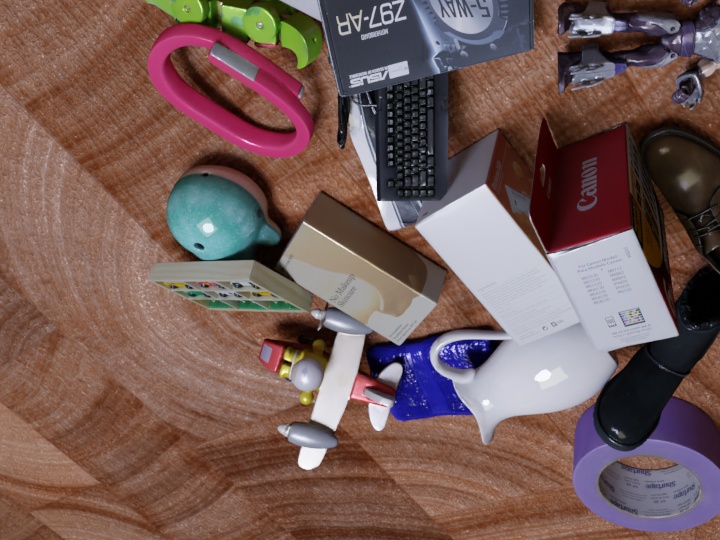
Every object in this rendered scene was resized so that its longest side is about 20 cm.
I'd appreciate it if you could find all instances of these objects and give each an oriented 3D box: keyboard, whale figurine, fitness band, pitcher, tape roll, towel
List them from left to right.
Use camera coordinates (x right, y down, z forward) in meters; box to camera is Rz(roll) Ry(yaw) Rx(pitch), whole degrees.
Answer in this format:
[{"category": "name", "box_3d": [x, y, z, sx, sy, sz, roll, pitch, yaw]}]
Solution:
[{"category": "whale figurine", "box_3d": [-0.183, -0.040, 0.942, 0.158, 0.104, 0.201, 7, 137, 13]}, {"category": "fitness band", "box_3d": [-0.143, -0.198, 0.805, 0.199, 0.038, 0.143, 31, 154, -24]}, {"category": "keyboard", "box_3d": [0.028, -0.173, 0.743, 0.126, 0.021, 0.201, -1, 96, 5]}, {"category": "towel", "box_3d": [0.117, 0.160, 1.034, 0.199, 0.050, 0.148, -14, 122, 28]}, {"category": "pitcher", "box_3d": [0.204, 0.113, 0.900, 0.199, 0.122, 0.172, -32, 117, 20]}, {"category": "tape roll", "box_3d": [0.401, 0.271, 1.000, 0.199, 0.085, 0.201, 10, 129, 12]}]

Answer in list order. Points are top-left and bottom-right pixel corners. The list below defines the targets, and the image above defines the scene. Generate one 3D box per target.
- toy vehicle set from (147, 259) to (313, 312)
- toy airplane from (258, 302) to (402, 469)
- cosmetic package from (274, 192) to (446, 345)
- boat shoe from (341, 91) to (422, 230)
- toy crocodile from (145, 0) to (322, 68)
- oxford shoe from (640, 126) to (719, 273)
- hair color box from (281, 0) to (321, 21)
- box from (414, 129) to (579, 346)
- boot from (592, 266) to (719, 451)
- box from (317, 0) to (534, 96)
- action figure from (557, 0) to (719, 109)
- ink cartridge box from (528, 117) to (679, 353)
[{"category": "toy vehicle set", "box_3d": [-0.177, 0.023, 0.967, 0.199, 0.027, 0.124, -1, 158, 37]}, {"category": "toy airplane", "box_3d": [-0.042, 0.151, 0.992, 0.198, 0.141, 0.201, -29, 73, 17]}, {"category": "cosmetic package", "box_3d": [0.000, 0.000, 0.932, 0.199, 0.071, 0.105, 30, 132, -6]}, {"category": "boat shoe", "box_3d": [0.034, -0.140, 0.809, 0.067, 0.072, 0.201, -15, 115, 13]}, {"category": "toy crocodile", "box_3d": [-0.135, -0.272, 0.764, 0.199, 0.068, 0.062, 16, 132, 6]}, {"category": "oxford shoe", "box_3d": [0.364, -0.066, 0.744, 0.200, 0.085, 0.073, 44, 130, -15]}, {"category": "hair color box", "box_3d": [-0.075, -0.333, 0.697, 0.199, 0.064, 0.111, 25, 130, -3]}, {"category": "box", "box_3d": [0.169, -0.035, 0.810, 0.097, 0.125, 0.200, -29, 114, 35]}, {"category": "boot", "box_3d": [0.351, 0.098, 0.812, 0.073, 0.198, 0.163, 37, 146, 21]}, {"category": "box", "box_3d": [0.057, -0.263, 0.661, 0.199, 0.044, 0.161, -13, 131, 0]}, {"category": "action figure", "box_3d": [0.286, -0.214, 0.664, 0.199, 0.070, 0.131, -1, 122, 16]}, {"category": "ink cartridge box", "box_3d": [0.245, -0.053, 0.716, 0.083, 0.200, 0.176, -18, 121, 30]}]
